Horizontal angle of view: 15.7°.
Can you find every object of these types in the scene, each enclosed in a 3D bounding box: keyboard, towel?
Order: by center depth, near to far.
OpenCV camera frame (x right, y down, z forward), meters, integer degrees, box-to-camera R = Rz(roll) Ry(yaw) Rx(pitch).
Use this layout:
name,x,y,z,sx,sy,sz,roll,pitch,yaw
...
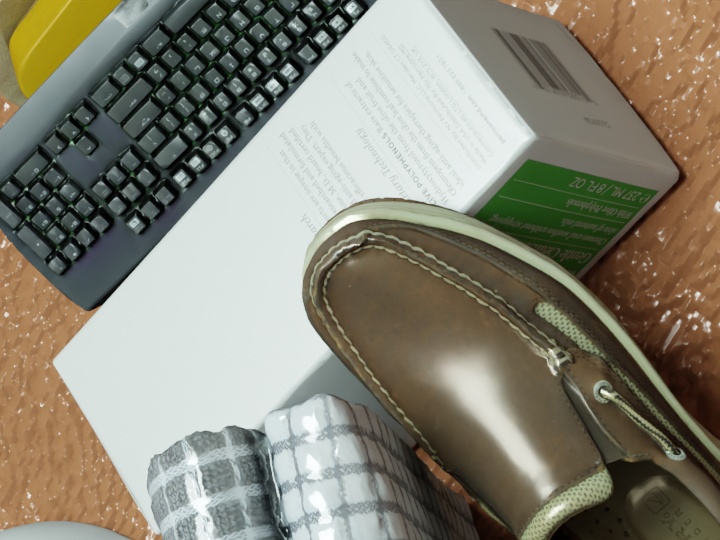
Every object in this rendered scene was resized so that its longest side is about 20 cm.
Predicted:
name,x,y,z,sx,sy,sz,roll,pitch,yaw
towel,0.002,0.138,0.839,0.085,0.200,0.166,-20,74,7
keyboard,-0.042,-0.056,0.964,0.127,0.021,0.200,42,109,-13

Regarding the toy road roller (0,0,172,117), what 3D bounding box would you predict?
name,x,y,z,sx,sy,sz,roll,pitch,yaw
toy road roller,-0.111,-0.170,0.972,0.200,0.146,0.123,-51,37,23

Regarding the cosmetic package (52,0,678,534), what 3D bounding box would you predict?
name,x,y,z,sx,sy,sz,roll,pitch,yaw
cosmetic package,0.000,0.000,0.915,0.200,0.107,0.085,-48,61,23

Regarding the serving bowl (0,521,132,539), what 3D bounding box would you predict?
name,x,y,z,sx,sy,sz,roll,pitch,yaw
serving bowl,-0.137,0.198,1.014,0.199,0.066,0.201,-4,84,34

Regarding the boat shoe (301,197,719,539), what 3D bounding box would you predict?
name,x,y,z,sx,sy,sz,roll,pitch,yaw
boat shoe,0.065,0.055,0.819,0.202,0.075,0.075,36,112,-8
